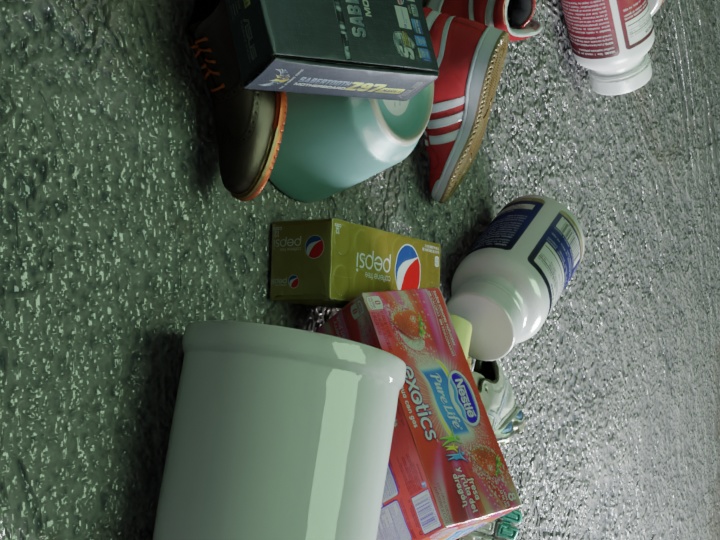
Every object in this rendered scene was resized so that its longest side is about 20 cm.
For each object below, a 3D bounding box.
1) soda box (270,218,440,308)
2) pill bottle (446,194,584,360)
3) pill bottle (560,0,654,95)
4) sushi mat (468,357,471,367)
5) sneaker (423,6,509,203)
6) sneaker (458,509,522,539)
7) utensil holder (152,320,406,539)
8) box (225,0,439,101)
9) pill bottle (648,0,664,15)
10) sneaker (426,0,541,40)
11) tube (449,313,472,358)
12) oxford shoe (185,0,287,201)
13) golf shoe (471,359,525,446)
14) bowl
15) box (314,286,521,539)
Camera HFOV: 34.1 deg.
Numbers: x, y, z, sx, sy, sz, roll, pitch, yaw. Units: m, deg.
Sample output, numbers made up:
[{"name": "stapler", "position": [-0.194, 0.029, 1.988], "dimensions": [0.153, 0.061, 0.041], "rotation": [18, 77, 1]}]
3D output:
[{"name": "soda box", "position": [0.000, 0.000, 1.049], "dimensions": [0.199, 0.063, 0.069], "rotation": [10, 81, -58]}, {"name": "pill bottle", "position": [0.164, 0.009, 1.280], "dimensions": [0.200, 0.109, 0.113], "rotation": [-47, 128, -48]}, {"name": "pill bottle", "position": [0.326, -0.341, 1.557], "dimensions": [0.113, 0.111, 0.202], "rotation": [-55, 135, -44]}, {"name": "sushi mat", "position": [0.068, 0.138, 1.208], "dimensions": [0.199, 0.012, 0.098], "rotation": [0, 91, -59]}, {"name": "sneaker", "position": [0.073, -0.170, 1.187], "dimensions": [0.071, 0.111, 0.202], "rotation": [-50, 160, -50]}, {"name": "sneaker", "position": [0.106, 0.303, 1.213], "dimensions": [0.076, 0.091, 0.203], "rotation": [19, 94, -17]}, {"name": "utensil holder", "position": [-0.061, 0.153, 0.846], "dimensions": [0.169, 0.168, 0.204], "rotation": [26, 69, -56]}, {"name": "box", "position": [-0.033, -0.232, 0.885], "dimensions": [0.156, 0.051, 0.203], "rotation": [-1, 71, -37]}, {"name": "pill bottle", "position": [0.404, -0.436, 1.688], "dimensions": [0.200, 0.113, 0.116], "rotation": [-48, 129, -48]}, {"name": "sneaker", "position": [0.149, -0.301, 1.243], "dimensions": [0.201, 0.111, 0.072], "rotation": [-62, 138, -39]}, {"name": "tube", "position": [0.069, 0.143, 1.142], "dimensions": [0.058, 0.051, 0.203], "rotation": [71, 28, -63]}, {"name": "oxford shoe", "position": [-0.103, -0.154, 0.891], "dimensions": [0.072, 0.071, 0.204], "rotation": [5, 78, -41]}, {"name": "golf shoe", "position": [0.106, 0.156, 1.198], "dimensions": [0.200, 0.077, 0.099], "rotation": [-44, 123, -61]}, {"name": "bowl", "position": [-0.007, -0.163, 1.003], "dimensions": [0.200, 0.103, 0.205], "rotation": [4, 85, -59]}, {"name": "box", "position": [0.039, 0.127, 0.987], "dimensions": [0.094, 0.102, 0.203], "rotation": [-3, 64, -41]}]
